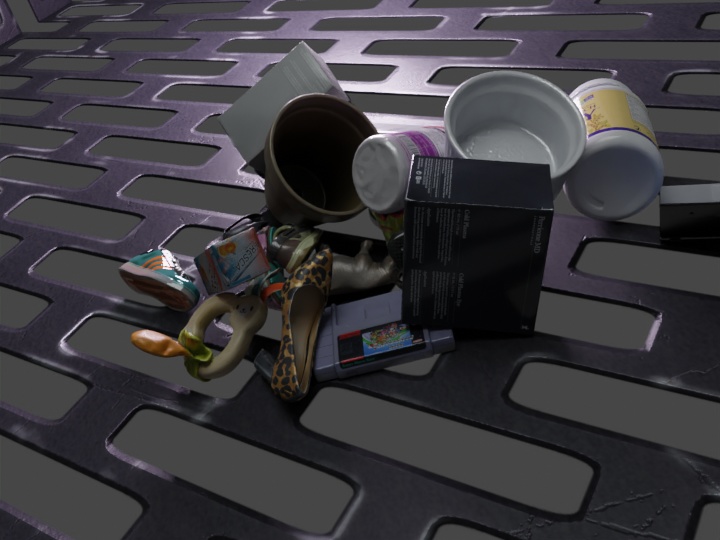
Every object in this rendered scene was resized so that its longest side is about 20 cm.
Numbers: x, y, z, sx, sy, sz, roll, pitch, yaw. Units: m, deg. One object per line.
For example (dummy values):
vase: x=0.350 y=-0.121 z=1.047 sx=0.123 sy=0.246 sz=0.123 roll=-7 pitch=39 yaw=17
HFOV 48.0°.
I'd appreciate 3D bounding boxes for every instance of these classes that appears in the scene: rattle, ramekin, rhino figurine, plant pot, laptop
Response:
rattle: x=-0.200 y=0.050 z=1.127 sx=0.199 sy=0.143 sz=0.131 roll=-37 pitch=32 yaw=15
ramekin: x=0.208 y=-0.172 z=1.131 sx=0.195 sy=0.099 sz=0.205 roll=2 pitch=56 yaw=-3
rhino figurine: x=0.000 y=0.000 z=1.216 sx=0.195 sy=0.061 sz=0.088 roll=-5 pitch=34 yaw=15
plant pot: x=-0.079 y=-0.153 z=1.306 sx=0.200 sy=0.201 sz=0.173 roll=-42 pitch=3 yaw=-30
laptop: x=0.500 y=-0.104 z=1.090 sx=0.182 sy=0.118 sz=0.202 roll=-1 pitch=40 yaw=21

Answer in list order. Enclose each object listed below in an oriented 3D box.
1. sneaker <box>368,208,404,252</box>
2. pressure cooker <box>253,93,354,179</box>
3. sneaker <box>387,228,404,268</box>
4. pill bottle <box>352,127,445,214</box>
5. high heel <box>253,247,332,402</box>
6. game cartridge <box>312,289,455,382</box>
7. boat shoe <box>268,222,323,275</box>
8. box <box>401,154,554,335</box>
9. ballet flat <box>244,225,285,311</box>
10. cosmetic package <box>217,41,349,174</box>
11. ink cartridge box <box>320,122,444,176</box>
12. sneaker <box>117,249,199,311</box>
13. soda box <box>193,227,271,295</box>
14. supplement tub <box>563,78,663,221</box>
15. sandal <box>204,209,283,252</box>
sneaker: x=0.053 y=-0.106 z=1.302 sx=0.076 sy=0.092 sz=0.201 roll=-21 pitch=35 yaw=-2
pressure cooker: x=-0.123 y=-0.262 z=1.509 sx=0.197 sy=0.183 sz=0.174 roll=17 pitch=32 yaw=38
sneaker: x=0.127 y=-0.041 z=1.192 sx=0.195 sy=0.076 sz=0.080 roll=-4 pitch=23 yaw=-20
pill bottle: x=0.090 y=-0.155 z=1.219 sx=0.197 sy=0.115 sz=0.111 roll=-15 pitch=27 yaw=-43
high heel: x=-0.065 y=0.073 z=1.078 sx=0.203 sy=0.071 sz=0.142 roll=-62 pitch=30 yaw=0
game cartridge: x=0.028 y=0.082 z=1.123 sx=0.195 sy=0.039 sz=0.131 roll=-14 pitch=33 yaw=5
boat shoe: x=-0.103 y=-0.043 z=1.243 sx=0.073 sy=0.065 sz=0.201 roll=-56 pitch=5 yaw=10
box: x=0.146 y=-0.031 z=1.045 sx=0.177 sy=0.204 sz=0.105 roll=6 pitch=39 yaw=7
ballet flat: x=-0.151 y=0.007 z=1.269 sx=0.070 sy=0.069 sz=0.202 roll=-30 pitch=37 yaw=13
cosmetic package: x=-0.130 y=-0.270 z=1.357 sx=0.199 sy=0.090 sz=0.108 roll=-38 pitch=74 yaw=13
ink cartridge box: x=0.047 y=-0.206 z=1.397 sx=0.196 sy=0.088 sz=0.146 roll=8 pitch=17 yaw=33
sneaker: x=-0.319 y=0.005 z=1.332 sx=0.197 sy=0.072 sz=0.080 roll=18 pitch=53 yaw=40
soda box: x=-0.187 y=-0.009 z=1.158 sx=0.067 sy=0.065 sz=0.199 roll=-24 pitch=3 yaw=-18
supplement tub: x=0.373 y=-0.188 z=1.226 sx=0.141 sy=0.148 sz=0.202 roll=-7 pitch=37 yaw=14
sandal: x=-0.189 y=-0.076 z=1.405 sx=0.198 sy=0.044 sz=0.076 roll=-33 pitch=39 yaw=-19
